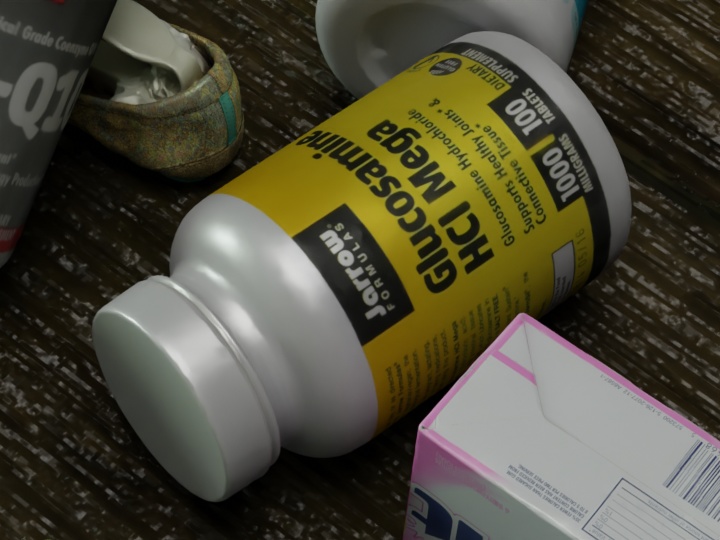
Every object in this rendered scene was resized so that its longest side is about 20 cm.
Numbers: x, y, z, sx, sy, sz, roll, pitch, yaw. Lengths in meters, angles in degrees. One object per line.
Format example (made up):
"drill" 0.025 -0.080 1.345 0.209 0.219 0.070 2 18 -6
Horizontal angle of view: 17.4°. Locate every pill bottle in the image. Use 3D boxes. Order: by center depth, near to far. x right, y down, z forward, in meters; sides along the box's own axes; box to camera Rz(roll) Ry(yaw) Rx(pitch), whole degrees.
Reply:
"pill bottle" 0.000 0.000 0.909 0.200 0.113 0.112 -34 64 -24
"pill bottle" -0.153 -0.111 0.914 0.113 0.114 0.201 26 100 14
"pill bottle" 0.057 -0.164 1.030 0.110 0.111 0.201 15 55 6

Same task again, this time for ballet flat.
"ballet flat" -0.138 -0.103 1.000 0.199 0.071 0.071 25 57 13

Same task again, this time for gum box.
"gum box" 0.113 0.118 0.834 0.199 0.114 0.066 34 59 19
